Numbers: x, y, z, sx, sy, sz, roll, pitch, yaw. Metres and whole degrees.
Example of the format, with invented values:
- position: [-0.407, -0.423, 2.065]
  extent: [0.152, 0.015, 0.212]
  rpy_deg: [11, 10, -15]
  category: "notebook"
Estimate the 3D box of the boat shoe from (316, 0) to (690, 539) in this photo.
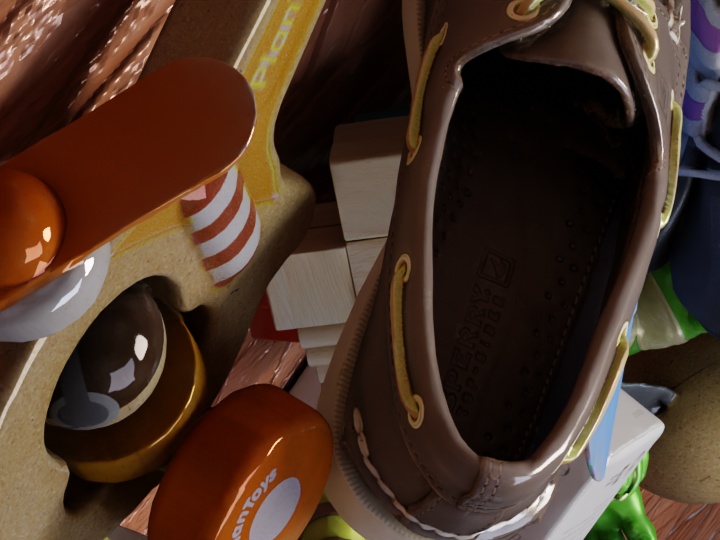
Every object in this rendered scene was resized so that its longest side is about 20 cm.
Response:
- position: [0.041, -0.034, 0.670]
  extent: [0.060, 0.072, 0.200]
  rpy_deg: [143, -33, -64]
  category: "boat shoe"

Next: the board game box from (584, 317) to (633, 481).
- position: [0.059, -0.046, 0.818]
  extent: [0.200, 0.039, 0.158]
  rpy_deg: [-74, 166, -45]
  category: "board game box"

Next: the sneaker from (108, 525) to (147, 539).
- position: [-0.104, 0.132, 0.773]
  extent: [0.199, 0.115, 0.075]
  rpy_deg: [-9, 152, -16]
  category: "sneaker"

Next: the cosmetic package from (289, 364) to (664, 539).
- position: [0.000, 0.102, 0.978]
  extent: [0.200, 0.102, 0.074]
  rpy_deg: [-57, 166, 18]
  category: "cosmetic package"

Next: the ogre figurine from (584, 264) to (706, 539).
- position: [0.066, 0.057, 1.078]
  extent: [0.120, 0.098, 0.200]
  rpy_deg: [-19, 141, -56]
  category: "ogre figurine"

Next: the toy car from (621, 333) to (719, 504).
- position: [0.140, 0.033, 1.229]
  extent: [0.200, 0.158, 0.164]
  rpy_deg: [-25, 166, -25]
  category: "toy car"

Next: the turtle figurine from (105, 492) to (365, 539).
- position: [-0.025, 0.111, 0.715]
  extent: [0.064, 0.161, 0.200]
  rpy_deg: [126, -25, -43]
  category: "turtle figurine"

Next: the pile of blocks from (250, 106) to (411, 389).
- position: [0.000, 0.000, 0.821]
  extent: [0.062, 0.082, 0.200]
  rpy_deg: [-7, 157, 7]
  category: "pile of blocks"

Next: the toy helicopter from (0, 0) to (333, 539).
- position: [-0.041, -0.026, 0.592]
  extent: [0.132, 0.079, 0.200]
  rpy_deg: [1, 116, -63]
  category: "toy helicopter"

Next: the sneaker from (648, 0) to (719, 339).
- position: [0.110, -0.036, 0.752]
  extent: [0.200, 0.078, 0.140]
  rpy_deg: [67, 31, -77]
  category: "sneaker"
